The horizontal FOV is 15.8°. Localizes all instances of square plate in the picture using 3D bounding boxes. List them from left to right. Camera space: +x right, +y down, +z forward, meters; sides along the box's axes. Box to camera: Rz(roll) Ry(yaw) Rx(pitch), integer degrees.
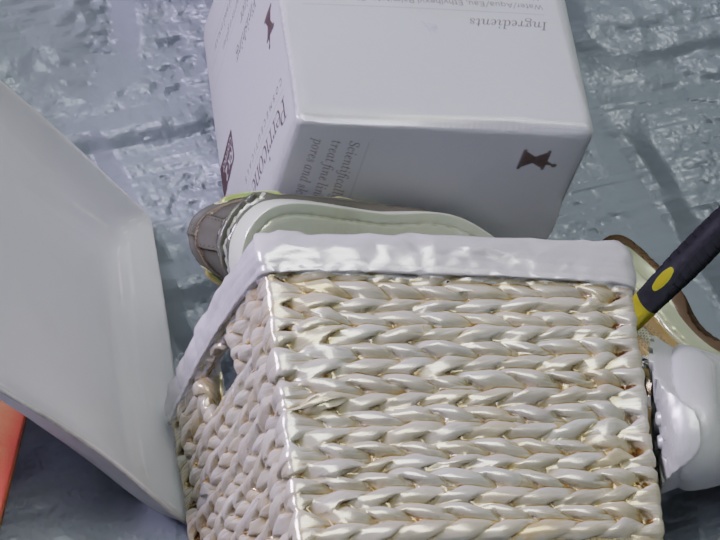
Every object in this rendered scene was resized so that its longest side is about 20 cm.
[{"bbox_3d":[-0.154,0.011,1.303,0.028,0.200,0.199,-23,55,18],"label":"square plate"}]

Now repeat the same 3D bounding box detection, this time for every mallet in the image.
[{"bbox_3d":[0.141,0.014,1.365,0.041,0.200,0.066,-2,45,-47],"label":"mallet"}]

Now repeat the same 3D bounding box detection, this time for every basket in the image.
[{"bbox_3d":[0.024,0.092,1.259,0.199,0.198,0.162,0,65,-19],"label":"basket"}]

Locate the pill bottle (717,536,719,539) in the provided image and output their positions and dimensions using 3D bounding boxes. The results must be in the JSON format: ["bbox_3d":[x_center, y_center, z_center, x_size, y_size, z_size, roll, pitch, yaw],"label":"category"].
[{"bbox_3d":[0.255,0.207,1.305,0.200,0.109,0.109,38,53,12],"label":"pill bottle"}]

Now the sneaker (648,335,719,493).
[{"bbox_3d":[0.183,0.071,1.274,0.080,0.200,0.077,3,92,12],"label":"sneaker"}]

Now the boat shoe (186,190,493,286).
[{"bbox_3d":[0.001,-0.003,1.339,0.201,0.073,0.060,12,2,-41],"label":"boat shoe"}]

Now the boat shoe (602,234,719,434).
[{"bbox_3d":[0.173,0.074,1.414,0.076,0.072,0.200,-34,63,-18],"label":"boat shoe"}]

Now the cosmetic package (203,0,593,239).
[{"bbox_3d":[0.015,-0.105,1.426,0.164,0.165,0.201,2,53,-15],"label":"cosmetic package"}]

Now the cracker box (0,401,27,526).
[{"bbox_3d":[-0.267,0.073,1.276,0.199,0.058,0.135,13,51,-7],"label":"cracker box"}]
